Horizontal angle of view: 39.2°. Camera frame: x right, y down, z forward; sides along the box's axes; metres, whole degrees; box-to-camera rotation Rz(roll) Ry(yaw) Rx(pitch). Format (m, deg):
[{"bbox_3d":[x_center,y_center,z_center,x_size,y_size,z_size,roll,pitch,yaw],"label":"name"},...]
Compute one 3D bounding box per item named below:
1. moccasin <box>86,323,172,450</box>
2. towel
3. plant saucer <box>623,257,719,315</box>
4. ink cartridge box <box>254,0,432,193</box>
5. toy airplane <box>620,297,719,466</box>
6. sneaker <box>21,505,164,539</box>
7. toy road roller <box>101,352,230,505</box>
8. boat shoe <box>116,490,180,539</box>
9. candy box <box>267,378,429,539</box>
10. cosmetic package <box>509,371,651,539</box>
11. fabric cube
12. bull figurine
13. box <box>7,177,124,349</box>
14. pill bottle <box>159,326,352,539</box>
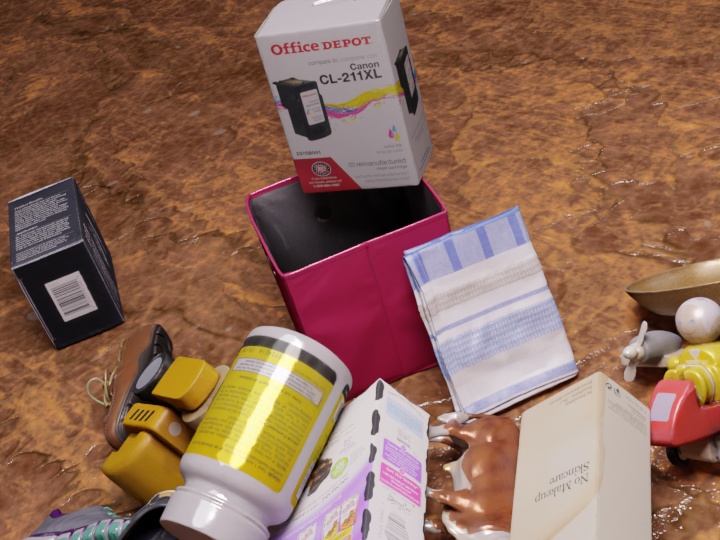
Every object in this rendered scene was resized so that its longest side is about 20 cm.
[{"bbox_3d":[-0.282,0.141,1.228,0.077,0.074,0.202,-20,37,11],"label":"moccasin"},{"bbox_3d":[0.140,0.049,1.082,0.146,0.201,0.024,-21,5,-9],"label":"towel"},{"bbox_3d":[0.386,0.015,1.086,0.199,0.036,0.200,-13,3,1],"label":"plant saucer"},{"bbox_3d":[-0.015,-0.194,1.113,0.145,0.201,0.083,-2,37,20],"label":"ink cartridge box"},{"bbox_3d":[0.354,0.083,0.974,0.199,0.142,0.199,-24,13,14],"label":"toy airplane"},{"bbox_3d":[-0.254,0.269,1.046,0.199,0.075,0.088,-4,26,13],"label":"sneaker"},{"bbox_3d":[-0.184,0.181,1.069,0.200,0.123,0.146,-7,45,57],"label":"toy road roller"},{"bbox_3d":[-0.222,0.296,0.943,0.074,0.062,0.200,32,79,5],"label":"boat shoe"},{"bbox_3d":[-0.018,0.226,0.933,0.168,0.071,0.200,-41,23,30],"label":"candy box"},{"bbox_3d":[0.191,0.199,0.877,0.103,0.073,0.200,-38,24,38],"label":"cosmetic package"},{"bbox_3d":[0.000,0.000,1.190,0.199,0.200,0.196,-21,36,-6],"label":"fabric cube"},{"bbox_3d":[0.107,0.212,0.963,0.121,0.065,0.200,9,35,4],"label":"bull figurine"},{"bbox_3d":[-0.418,-0.014,1.432,0.104,0.149,0.200,-23,34,-7],"label":"box"},{"bbox_3d":[-0.096,0.163,0.936,0.114,0.114,0.201,9,58,32],"label":"pill bottle"}]
